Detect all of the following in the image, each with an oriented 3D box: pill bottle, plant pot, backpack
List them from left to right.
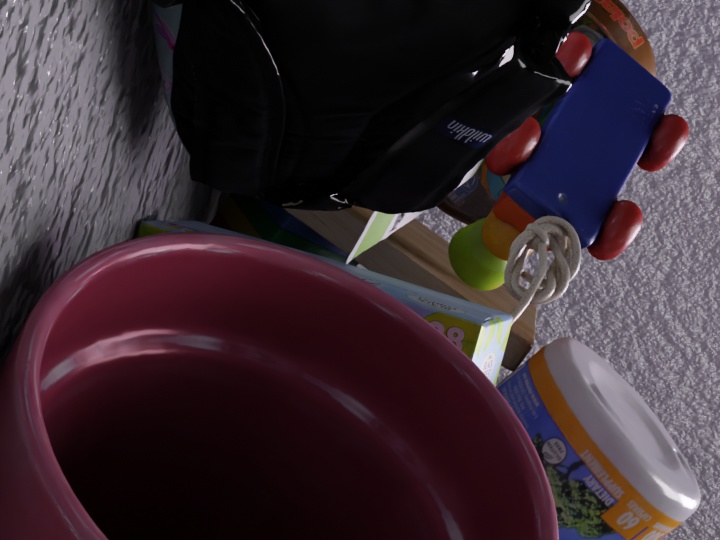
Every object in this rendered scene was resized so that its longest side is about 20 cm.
[{"bbox_3d":[-0.056,0.116,0.593,0.179,0.200,0.200,-58,-173,34],"label":"plant pot"},{"bbox_3d":[-0.007,-0.104,0.652,0.200,0.166,0.127,113,-11,-64],"label":"backpack"},{"bbox_3d":[0.066,0.137,0.857,0.200,0.112,0.112,-42,-174,15],"label":"pill bottle"}]

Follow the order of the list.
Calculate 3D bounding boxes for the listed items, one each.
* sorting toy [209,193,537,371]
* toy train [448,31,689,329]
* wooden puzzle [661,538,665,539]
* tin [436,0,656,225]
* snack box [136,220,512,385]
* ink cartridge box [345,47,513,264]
[{"bbox_3d":[0.000,0.000,0.954,0.070,0.200,0.199,-54,177,8],"label":"sorting toy"},{"bbox_3d":[0.082,-0.022,0.858,0.200,0.085,0.116,-56,-172,-36],"label":"toy train"},{"bbox_3d":[0.070,0.204,0.937,0.200,0.046,0.185,-39,-155,-9],"label":"wooden puzzle"},{"bbox_3d":[0.093,-0.099,0.975,0.042,0.112,0.200,-46,-176,-37],"label":"tin"},{"bbox_3d":[-0.039,0.093,0.759,0.068,0.168,0.201,-3,108,-72],"label":"snack box"},{"bbox_3d":[0.035,-0.104,0.821,0.148,0.076,0.200,-59,170,25],"label":"ink cartridge box"}]
